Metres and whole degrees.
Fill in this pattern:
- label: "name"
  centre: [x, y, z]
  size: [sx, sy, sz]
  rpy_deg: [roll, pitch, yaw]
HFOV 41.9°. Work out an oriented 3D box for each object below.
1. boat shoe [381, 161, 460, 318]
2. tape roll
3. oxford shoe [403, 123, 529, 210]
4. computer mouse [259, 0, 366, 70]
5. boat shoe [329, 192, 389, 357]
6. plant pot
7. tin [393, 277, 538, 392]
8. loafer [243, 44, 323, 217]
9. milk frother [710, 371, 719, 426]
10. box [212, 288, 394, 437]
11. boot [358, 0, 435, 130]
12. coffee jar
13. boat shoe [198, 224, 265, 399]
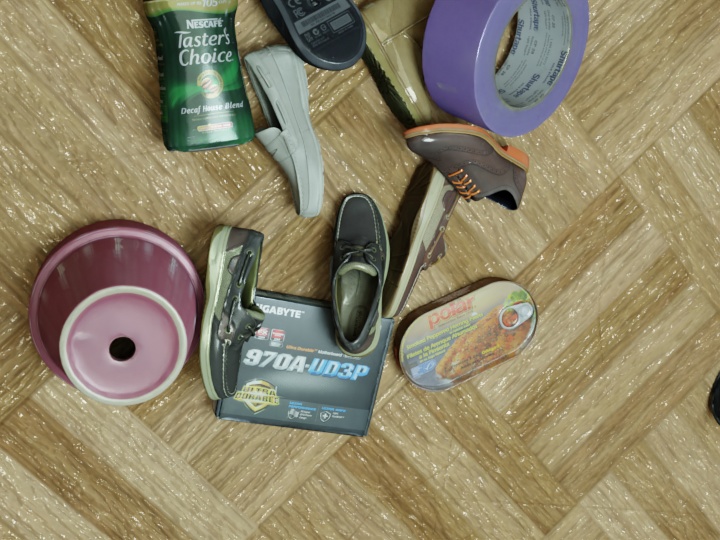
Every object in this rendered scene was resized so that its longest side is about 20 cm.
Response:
- label: "boat shoe"
  centre: [0.078, -0.031, 1.164]
  size: [0.072, 0.072, 0.201]
  rpy_deg: [21, 85, -26]
- label: "tape roll"
  centre: [0.169, -0.262, 1.083]
  size: [0.199, 0.085, 0.201]
  rpy_deg: [-25, 130, -33]
- label: "oxford shoe"
  centre: [0.131, -0.124, 1.125]
  size: [0.199, 0.071, 0.073]
  rpy_deg: [14, 75, -36]
- label: "computer mouse"
  centre: [-0.063, -0.310, 1.052]
  size: [0.138, 0.053, 0.201]
  rpy_deg: [-28, 90, -19]
- label: "boat shoe"
  centre: [0.000, 0.000, 1.117]
  size: [0.073, 0.065, 0.202]
  rpy_deg: [-2, 78, 1]
- label: "plant pot"
  centre: [-0.261, 0.057, 1.026]
  size: [0.198, 0.179, 0.202]
  rpy_deg: [-4, 104, -16]
- label: "tin"
  centre: [0.137, 0.081, 1.226]
  size: [0.199, 0.042, 0.113]
  rpy_deg: [-23, 112, -10]
- label: "loafer"
  centre: [-0.089, -0.157, 1.086]
  size: [0.069, 0.070, 0.202]
  rpy_deg: [-14, 97, -19]
- label: "milk frother"
  centre: [0.639, 0.181, 1.313]
  size: [0.187, 0.200, 0.182]
  rpy_deg: [21, 92, -20]
- label: "box"
  centre: [-0.071, 0.115, 1.166]
  size: [0.199, 0.046, 0.160]
  rpy_deg: [11, 99, -18]
- label: "boot"
  centre: [0.101, -0.284, 1.115]
  size: [0.199, 0.066, 0.176]
  rpy_deg: [-35, 111, -8]
- label: "coffee jar"
  centre: [-0.178, -0.235, 1.032]
  size: [0.103, 0.085, 0.202]
  rpy_deg: [-10, 105, -14]
- label: "boat shoe"
  centre: [-0.142, 0.050, 1.071]
  size: [0.065, 0.072, 0.203]
  rpy_deg: [4, 93, 10]
